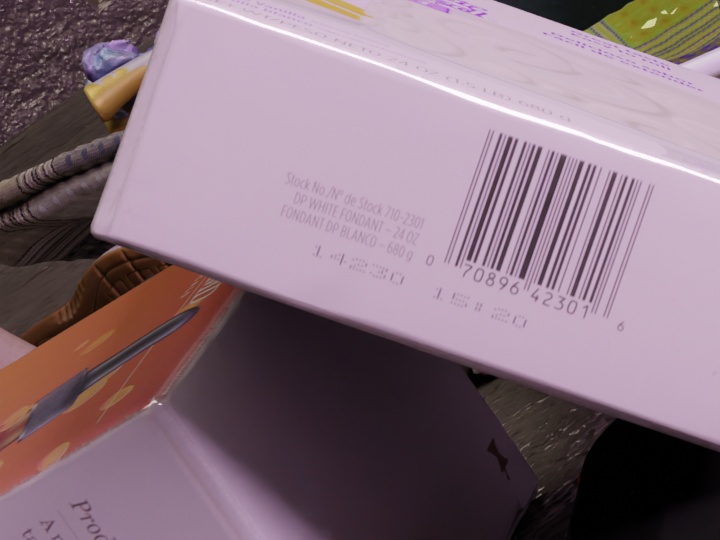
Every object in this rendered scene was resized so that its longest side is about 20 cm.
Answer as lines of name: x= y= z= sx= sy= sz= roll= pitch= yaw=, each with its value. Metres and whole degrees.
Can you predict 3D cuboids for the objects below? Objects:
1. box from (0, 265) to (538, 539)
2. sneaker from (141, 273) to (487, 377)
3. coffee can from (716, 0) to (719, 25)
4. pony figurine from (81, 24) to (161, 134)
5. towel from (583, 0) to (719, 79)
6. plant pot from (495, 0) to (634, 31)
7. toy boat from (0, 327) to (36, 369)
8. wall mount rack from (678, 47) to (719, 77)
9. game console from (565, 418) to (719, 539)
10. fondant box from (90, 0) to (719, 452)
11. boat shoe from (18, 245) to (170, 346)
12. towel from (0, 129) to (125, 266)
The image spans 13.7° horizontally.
box: x=-0.075 y=0.088 z=0.771 sx=0.200 sy=0.106 sz=0.152 roll=-31 pitch=11 yaw=24
sneaker: x=0.000 y=0.000 z=0.981 sx=0.200 sy=0.088 sz=0.074 roll=-31 pitch=11 yaw=23
coffee can: x=0.153 y=-0.176 z=0.866 sx=0.146 sy=0.200 sz=0.146 roll=-14 pitch=22 yaw=6
pony figurine: x=-0.057 y=-0.131 z=1.674 sx=0.200 sy=0.167 sz=0.193 roll=-32 pitch=42 yaw=-2
towel: x=0.086 y=-0.045 z=0.905 sx=0.143 sy=0.023 sz=0.200 roll=-22 pitch=23 yaw=-6
plant pot: x=0.057 y=-0.141 z=1.131 sx=0.200 sy=0.196 sz=0.200 roll=-35 pitch=9 yaw=7
toy boat: x=-0.179 y=0.100 z=1.092 sx=0.200 sy=0.130 sz=0.131 roll=-23 pitch=44 yaw=49
wall mount rack: x=0.119 y=-0.118 z=0.780 sx=0.075 sy=0.200 sz=0.174 roll=-36 pitch=18 yaw=-35
game console: x=0.117 y=0.039 z=0.615 sx=0.177 sy=0.031 sz=0.200 roll=-29 pitch=12 yaw=17
fondant box: x=0.025 y=-0.027 z=0.706 sx=0.200 sy=0.144 sz=0.058 roll=-74 pitch=3 yaw=-80
boat shoe: x=-0.076 y=0.011 z=1.224 sx=0.069 sy=0.071 sz=0.200 roll=-43 pitch=11 yaw=-36
towel: x=-0.063 y=-0.029 z=1.247 sx=0.192 sy=0.035 sz=0.200 roll=-4 pitch=-10 yaw=-42
